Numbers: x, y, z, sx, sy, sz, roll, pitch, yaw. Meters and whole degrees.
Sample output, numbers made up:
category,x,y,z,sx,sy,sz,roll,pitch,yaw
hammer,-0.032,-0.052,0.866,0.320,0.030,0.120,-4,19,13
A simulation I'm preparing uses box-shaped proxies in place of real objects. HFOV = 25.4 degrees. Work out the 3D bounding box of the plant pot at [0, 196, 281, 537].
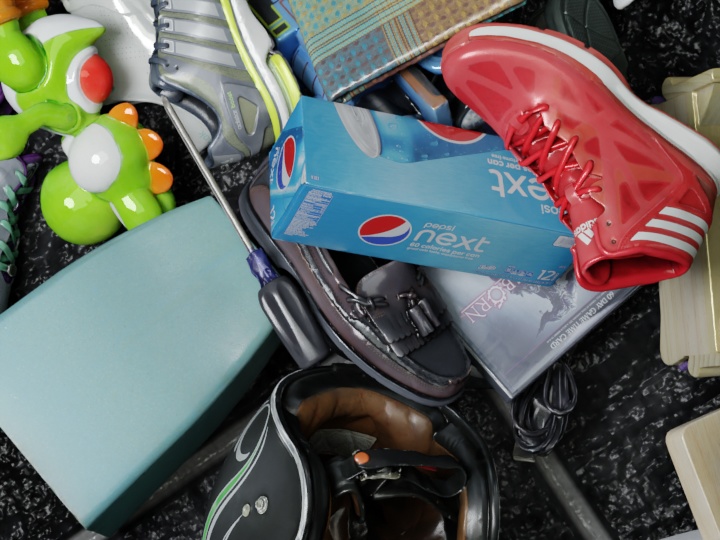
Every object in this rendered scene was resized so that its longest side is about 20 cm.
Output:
category,x,y,z,sx,sy,sz,roll,pitch,yaw
plant pot,-0.145,0.054,1.069,0.200,0.141,0.142,-42,83,-10

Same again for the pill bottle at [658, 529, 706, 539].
category,x,y,z,sx,sy,sz,roll,pitch,yaw
pill bottle,0.218,0.276,1.024,0.113,0.114,0.202,-18,84,4

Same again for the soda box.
category,x,y,z,sx,sy,sz,roll,pitch,yaw
soda box,0.045,-0.048,1.006,0.198,0.064,0.068,10,55,-21

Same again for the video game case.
category,x,y,z,sx,sy,sz,roll,pitch,yaw
video game case,0.085,-0.030,1.081,0.142,0.019,0.200,-38,77,-17

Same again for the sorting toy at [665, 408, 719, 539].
category,x,y,z,sx,sy,sz,roll,pitch,yaw
sorting toy,0.318,0.159,0.999,0.197,0.070,0.202,-18,84,-28

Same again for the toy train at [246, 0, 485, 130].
category,x,y,z,sx,sy,sz,roll,pitch,yaw
toy train,0.003,-0.151,1.076,0.114,0.087,0.200,-37,65,-5

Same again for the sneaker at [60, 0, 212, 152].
category,x,y,z,sx,sy,sz,roll,pitch,yaw
sneaker,-0.170,-0.162,1.124,0.199,0.075,0.089,37,101,6

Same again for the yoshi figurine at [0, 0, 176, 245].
category,x,y,z,sx,sy,sz,roll,pitch,yaw
yoshi figurine,-0.211,-0.097,1.092,0.112,0.112,0.201,-37,96,-23

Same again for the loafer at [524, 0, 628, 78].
category,x,y,z,sx,sy,sz,roll,pitch,yaw
loafer,0.156,-0.089,1.079,0.071,0.063,0.202,-1,71,-38

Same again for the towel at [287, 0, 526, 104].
category,x,y,z,sx,sy,sz,roll,pitch,yaw
towel,0.011,-0.220,1.037,0.146,0.022,0.202,-27,65,13

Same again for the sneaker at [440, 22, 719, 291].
category,x,y,z,sx,sy,sz,roll,pitch,yaw
sneaker,0.129,-0.064,0.968,0.198,0.079,0.116,26,53,-4

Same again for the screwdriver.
category,x,y,z,sx,sy,sz,roll,pitch,yaw
screwdriver,-0.075,-0.027,1.025,0.028,0.029,0.201,-34,79,32

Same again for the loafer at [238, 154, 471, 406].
category,x,y,z,sx,sy,sz,roll,pitch,yaw
loafer,0.000,0.000,1.026,0.200,0.072,0.063,46,136,13

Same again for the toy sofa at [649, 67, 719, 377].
category,x,y,z,sx,sy,sz,roll,pitch,yaw
toy sofa,0.252,-0.032,1.070,0.082,0.097,0.203,-3,85,-19

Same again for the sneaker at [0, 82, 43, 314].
category,x,y,z,sx,sy,sz,roll,pitch,yaw
sneaker,-0.259,-0.039,1.119,0.087,0.074,0.202,-15,83,-1

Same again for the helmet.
category,x,y,z,sx,sy,sz,roll,pitch,yaw
helmet,-0.011,0.180,1.014,0.198,0.200,0.193,20,113,7

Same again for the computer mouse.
category,x,y,z,sx,sy,sz,roll,pitch,yaw
computer mouse,0.054,0.042,1.088,0.198,0.053,0.140,17,70,0

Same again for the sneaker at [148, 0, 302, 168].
category,x,y,z,sx,sy,sz,roll,pitch,yaw
sneaker,-0.113,-0.158,1.051,0.081,0.074,0.201,-32,85,-14

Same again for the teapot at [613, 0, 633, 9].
category,x,y,z,sx,sy,sz,roll,pitch,yaw
teapot,0.142,-0.316,1.064,0.145,0.201,0.198,3,41,-29
